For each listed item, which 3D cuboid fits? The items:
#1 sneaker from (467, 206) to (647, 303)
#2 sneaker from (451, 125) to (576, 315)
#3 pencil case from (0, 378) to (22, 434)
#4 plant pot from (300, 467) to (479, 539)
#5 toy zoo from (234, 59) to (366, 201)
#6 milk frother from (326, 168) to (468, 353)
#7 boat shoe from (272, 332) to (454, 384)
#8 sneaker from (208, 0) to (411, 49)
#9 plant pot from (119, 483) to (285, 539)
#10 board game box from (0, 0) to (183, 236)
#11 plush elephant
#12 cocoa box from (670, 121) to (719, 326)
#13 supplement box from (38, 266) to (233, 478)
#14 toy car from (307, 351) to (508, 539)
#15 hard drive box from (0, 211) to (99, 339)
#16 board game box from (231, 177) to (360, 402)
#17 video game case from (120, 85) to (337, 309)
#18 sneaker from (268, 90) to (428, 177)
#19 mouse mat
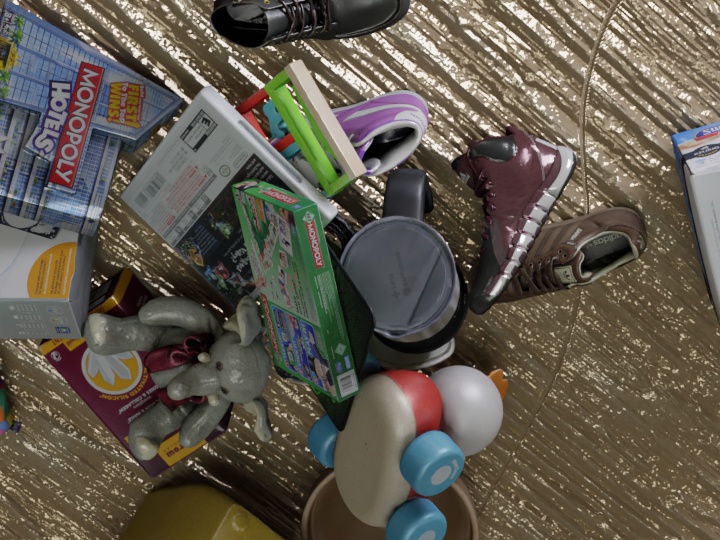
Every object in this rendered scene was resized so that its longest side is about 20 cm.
[{"bbox_3d":[0.206,-0.011,1.632,0.199,0.076,0.071,-24,110,12],"label":"sneaker"},{"bbox_3d":[0.131,-0.060,1.599,0.115,0.076,0.201,30,77,3],"label":"sneaker"},{"bbox_3d":[-0.445,0.102,1.712,0.088,0.088,0.201,-11,111,8],"label":"pencil case"},{"bbox_3d":[0.035,0.277,1.754,0.200,0.093,0.202,1,112,3],"label":"plant pot"},{"bbox_3d":[-0.091,-0.112,1.581,0.200,0.020,0.132,-31,89,45],"label":"toy zoo"},{"bbox_3d":[0.000,0.000,1.586,0.199,0.188,0.181,-15,79,5],"label":"milk frother"},{"bbox_3d":[0.003,0.090,1.694,0.199,0.074,0.060,-7,155,-11],"label":"boat shoe"},{"bbox_3d":[-0.049,-0.251,1.528,0.199,0.106,0.075,-4,113,5],"label":"sneaker"},{"bbox_3d":[-0.163,0.351,1.699,0.194,0.196,0.200,40,143,-13],"label":"plant pot"},{"bbox_3d":[-0.291,-0.147,1.570,0.199,0.062,0.201,15,77,-12],"label":"board game box"},{"bbox_3d":[-0.158,0.103,1.586,0.199,0.155,0.166,-17,99,-22],"label":"plush elephant"},{"bbox_3d":[0.408,-0.047,1.576,0.133,0.131,0.201,-15,111,9],"label":"cocoa box"},{"bbox_3d":[-0.244,0.113,1.703,0.110,0.086,0.200,-33,107,15],"label":"supplement box"},{"bbox_3d":[0.079,0.169,1.621,0.199,0.184,0.178,-14,131,-32],"label":"toy car"},{"bbox_3d":[-0.384,-0.012,1.615,0.199,0.157,0.077,-1,146,3],"label":"hard drive box"},{"bbox_3d":[-0.064,0.017,1.515,0.029,0.134,0.201,-22,114,-24],"label":"board game box"},{"bbox_3d":[-0.139,-0.069,1.595,0.182,0.023,0.200,44,135,-2],"label":"video game case"},{"bbox_3d":[-0.026,-0.121,1.579,0.200,0.114,0.073,-25,111,14],"label":"sneaker"},{"bbox_3d":[-0.041,0.050,1.544,0.008,0.161,0.200,-20,148,-25],"label":"mouse mat"}]
